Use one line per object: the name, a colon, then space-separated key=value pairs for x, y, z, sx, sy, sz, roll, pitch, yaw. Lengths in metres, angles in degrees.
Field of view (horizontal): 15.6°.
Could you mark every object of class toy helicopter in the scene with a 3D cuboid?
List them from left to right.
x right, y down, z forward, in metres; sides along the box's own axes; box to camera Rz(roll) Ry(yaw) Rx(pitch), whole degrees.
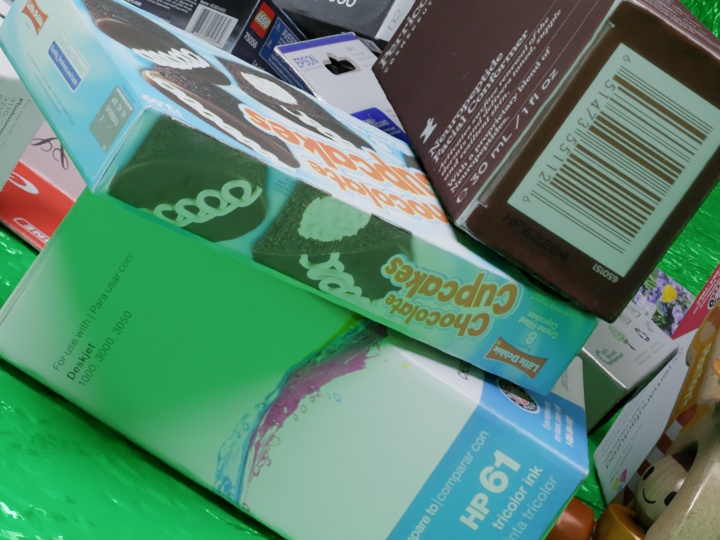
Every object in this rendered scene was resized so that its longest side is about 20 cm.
toy helicopter: x=0.133 y=0.058 z=1.012 sx=0.079 sy=0.132 sz=0.200 roll=33 pitch=38 yaw=-3

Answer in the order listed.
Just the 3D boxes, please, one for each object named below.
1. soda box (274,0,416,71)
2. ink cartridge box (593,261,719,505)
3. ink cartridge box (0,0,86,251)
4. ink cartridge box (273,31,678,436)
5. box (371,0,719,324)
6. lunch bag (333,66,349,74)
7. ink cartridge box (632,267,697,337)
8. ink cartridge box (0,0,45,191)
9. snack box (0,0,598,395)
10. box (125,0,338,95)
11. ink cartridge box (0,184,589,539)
soda box: x=-0.030 y=-0.143 z=1.225 sx=0.200 sy=0.071 sz=0.063 roll=21 pitch=-10 yaw=41
ink cartridge box: x=0.181 y=0.076 z=1.151 sx=0.083 sy=0.146 sz=0.200 roll=30 pitch=12 yaw=-8
ink cartridge box: x=-0.144 y=-0.068 z=1.116 sx=0.200 sy=0.044 sz=0.174 roll=36 pitch=11 yaw=10
ink cartridge box: x=0.040 y=-0.016 z=1.090 sx=0.200 sy=0.039 sz=0.099 roll=46 pitch=20 yaw=9
box: x=0.072 y=-0.070 z=0.966 sx=0.075 sy=0.100 sz=0.200 roll=32 pitch=11 yaw=-16
lunch bag: x=0.020 y=-0.099 z=1.360 sx=0.200 sy=0.168 sz=0.139 roll=23 pitch=16 yaw=-38
ink cartridge box: x=0.081 y=-0.001 z=1.282 sx=0.200 sy=0.050 sz=0.109 roll=35 pitch=-16 yaw=-25
ink cartridge box: x=-0.191 y=-0.078 z=0.967 sx=0.115 sy=0.068 sz=0.200 roll=39 pitch=14 yaw=21
snack box: x=-0.021 y=-0.030 z=0.900 sx=0.200 sy=0.037 sz=0.116 roll=25 pitch=17 yaw=-35
box: x=-0.104 y=-0.118 z=1.234 sx=0.200 sy=0.040 sz=0.137 roll=25 pitch=-10 yaw=27
ink cartridge box: x=-0.021 y=0.030 z=0.953 sx=0.200 sy=0.085 sz=0.145 roll=32 pitch=14 yaw=-5
